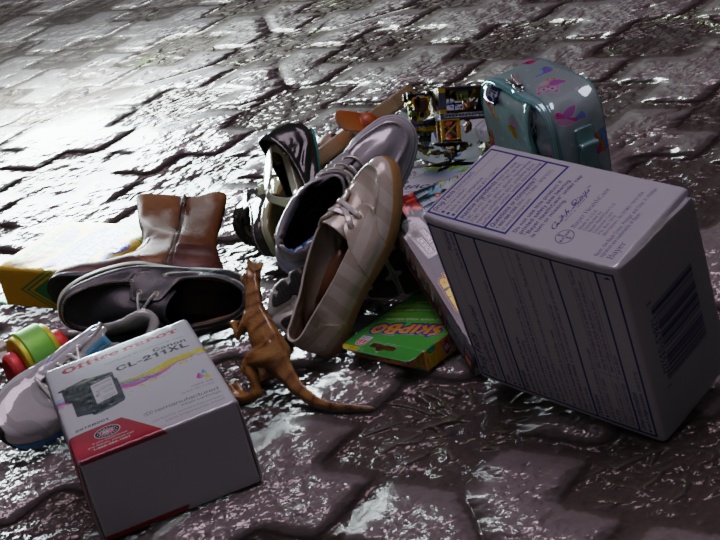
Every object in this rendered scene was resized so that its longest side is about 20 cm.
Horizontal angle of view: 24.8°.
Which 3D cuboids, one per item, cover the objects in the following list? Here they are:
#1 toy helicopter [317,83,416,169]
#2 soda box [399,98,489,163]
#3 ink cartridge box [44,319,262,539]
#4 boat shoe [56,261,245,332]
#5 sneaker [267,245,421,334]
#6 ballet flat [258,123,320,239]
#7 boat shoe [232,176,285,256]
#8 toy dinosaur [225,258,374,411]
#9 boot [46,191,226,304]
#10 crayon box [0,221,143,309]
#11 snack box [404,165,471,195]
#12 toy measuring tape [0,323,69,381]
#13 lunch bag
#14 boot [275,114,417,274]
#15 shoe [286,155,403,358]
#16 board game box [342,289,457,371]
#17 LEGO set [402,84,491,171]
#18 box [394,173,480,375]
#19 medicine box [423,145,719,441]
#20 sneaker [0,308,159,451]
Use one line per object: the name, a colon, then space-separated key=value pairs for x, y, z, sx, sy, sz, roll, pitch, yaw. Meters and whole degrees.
toy helicopter: x=-0.003 y=-0.167 z=1.903 sx=0.200 sy=0.079 sz=0.132 roll=-38 pitch=1 yaw=-31
soda box: x=0.132 y=-0.159 z=1.920 sx=0.068 sy=0.064 sz=0.200 roll=-27 pitch=26 yaw=-25
ink cartridge box: x=-0.187 y=0.135 z=1.435 sx=0.145 sy=0.083 sz=0.200 roll=-21 pitch=24 yaw=-12
boat shoe: x=-0.208 y=0.030 z=1.651 sx=0.198 sy=0.072 sz=0.068 roll=-3 pitch=11 yaw=-5
sneaker: x=0.000 y=0.000 z=1.616 sx=0.199 sy=0.081 sz=0.083 roll=-22 pitch=-1 yaw=3
ballet flat: x=-0.063 y=-0.061 z=1.704 sx=0.068 sy=0.068 sz=0.201 roll=-6 pitch=62 yaw=-25
boat shoe: x=-0.110 y=-0.054 z=1.833 sx=0.066 sy=0.072 sz=0.201 roll=-18 pitch=18 yaw=7
toy dinosaur: x=-0.080 y=0.082 z=1.498 sx=0.060 sy=0.106 sz=0.201 roll=-8 pitch=56 yaw=-42
boot: x=-0.238 y=-0.030 z=1.771 sx=0.187 sy=0.069 sz=0.201 roll=-5 pitch=38 yaw=-1
crayon box: x=-0.325 y=-0.006 z=1.873 sx=0.199 sy=0.052 sz=0.126 roll=2 pitch=29 yaw=36
snack box: x=0.036 y=-0.061 z=1.773 sx=0.198 sy=0.053 sz=0.142 roll=-2 pitch=25 yaw=26
toy measuring tape: x=-0.344 y=0.081 z=1.668 sx=0.073 sy=0.074 sz=0.199 roll=-27 pitch=26 yaw=-26
lunch bag: x=0.186 y=-0.101 z=1.585 sx=0.077 sy=0.201 sz=0.160 roll=-20 pitch=26 yaw=-11
boot: x=-0.011 y=-0.081 z=1.619 sx=0.201 sy=0.073 sz=0.096 roll=-53 pitch=-7 yaw=-9
shoe: x=-0.015 y=-0.014 z=1.533 sx=0.053 sy=0.201 sz=0.070 roll=16 pitch=7 yaw=-38
board game box: x=0.081 y=0.040 z=1.554 sx=0.095 sy=0.030 sz=0.199 roll=9 pitch=30 yaw=45
LEGO set: x=0.142 y=-0.135 z=1.734 sx=0.198 sy=0.117 sz=0.154 roll=-4 pitch=1 yaw=-18
box: x=0.122 y=-0.008 z=1.515 sx=0.136 sy=0.040 sz=0.201 roll=-21 pitch=51 yaw=-12
medicine box: x=0.174 y=0.015 z=1.314 sx=0.199 sy=0.183 sz=0.103 roll=18 pitch=52 yaw=42
sneaker: x=-0.268 y=0.092 z=1.549 sx=0.200 sy=0.075 sz=0.087 roll=-38 pitch=-11 yaw=-39
